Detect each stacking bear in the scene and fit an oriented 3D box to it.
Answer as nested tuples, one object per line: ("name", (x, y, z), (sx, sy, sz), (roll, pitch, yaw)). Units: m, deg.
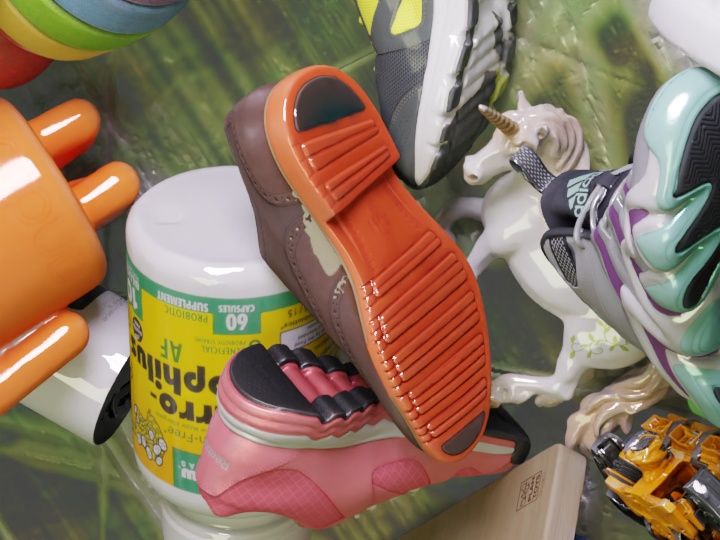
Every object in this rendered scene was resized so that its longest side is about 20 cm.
("stacking bear", (-0.146, -0.155, 0.995), (0.200, 0.121, 0.114), (-28, 94, 45))

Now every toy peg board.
("toy peg board", (0.068, 0.226, 1.049), (0.097, 0.201, 0.199), (29, 142, -19))

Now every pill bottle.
("pill bottle", (-0.066, 0.057, 1.070), (0.112, 0.113, 0.201), (13, 123, 18))

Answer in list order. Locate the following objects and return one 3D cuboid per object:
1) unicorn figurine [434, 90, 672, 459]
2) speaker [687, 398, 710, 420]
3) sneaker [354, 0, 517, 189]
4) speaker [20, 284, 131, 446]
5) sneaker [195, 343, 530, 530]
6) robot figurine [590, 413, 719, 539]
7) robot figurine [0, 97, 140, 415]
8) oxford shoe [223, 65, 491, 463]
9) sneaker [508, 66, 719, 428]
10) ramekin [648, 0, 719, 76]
("unicorn figurine", (0.085, -0.004, 0.998), (0.200, 0.074, 0.137), (40, 128, -21))
("speaker", (0.254, 0.044, 0.929), (0.199, 0.089, 0.089), (8, 121, 21))
("sneaker", (0.025, -0.138, 0.949), (0.084, 0.074, 0.201), (15, 115, 24))
("speaker", (-0.210, 0.018, 1.136), (0.199, 0.081, 0.081), (29, 126, 8))
("sneaker", (-0.003, 0.089, 1.026), (0.074, 0.199, 0.087), (49, 120, 42))
("robot figurine", (0.195, 0.145, 0.993), (0.200, 0.058, 0.145), (51, 167, -19))
("robot figurine", (-0.211, -0.012, 1.043), (0.117, 0.199, 0.144), (44, 164, 48))
("oxford shoe", (0.000, 0.000, 0.964), (0.072, 0.071, 0.201), (-11, 107, 50))
("sneaker", (0.112, -0.028, 0.859), (0.140, 0.078, 0.201), (39, 157, 38))
("ramekin", (0.220, -0.107, 0.793), (0.201, 0.202, 0.095), (23, 110, 11))
